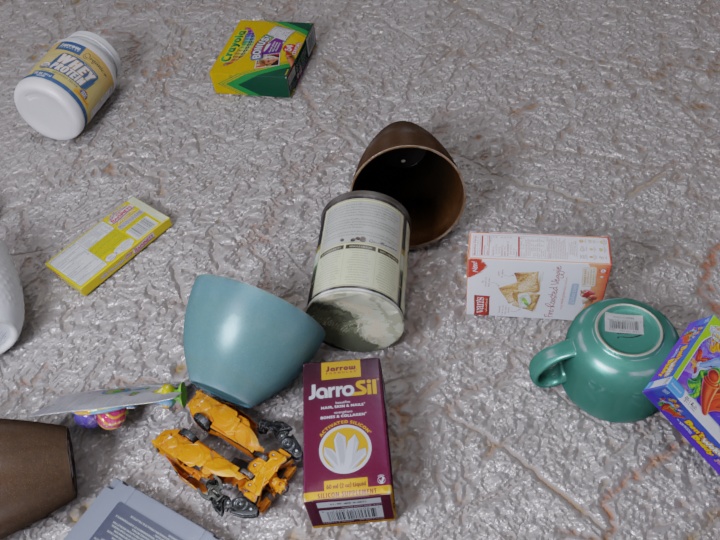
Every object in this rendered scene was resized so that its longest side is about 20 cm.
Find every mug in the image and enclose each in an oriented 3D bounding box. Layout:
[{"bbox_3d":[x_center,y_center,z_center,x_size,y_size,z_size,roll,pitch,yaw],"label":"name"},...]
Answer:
[{"bbox_3d":[0.342,0.121,1.012,0.185,0.115,0.152,-32,54,-20],"label":"mug"},{"bbox_3d":[-0.622,0.062,1.168,0.200,0.148,0.175,-42,59,9],"label":"mug"}]

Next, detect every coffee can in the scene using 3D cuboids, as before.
[{"bbox_3d":[0.000,0.000,1.133,0.146,0.147,0.200,1,50,7],"label":"coffee can"}]

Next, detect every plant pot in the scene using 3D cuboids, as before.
[{"bbox_3d":[-0.165,0.111,1.042,0.199,0.200,0.135,16,70,19],"label":"plant pot"},{"bbox_3d":[0.074,-0.169,1.267,0.186,0.187,0.200,-4,34,3],"label":"plant pot"},{"bbox_3d":[-0.472,0.264,0.950,0.199,0.187,0.187,-9,48,-20],"label":"plant pot"}]

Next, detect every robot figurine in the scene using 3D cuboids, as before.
[{"bbox_3d":[-0.173,0.247,1.001,0.200,0.058,0.145,25,57,26],"label":"robot figurine"}]

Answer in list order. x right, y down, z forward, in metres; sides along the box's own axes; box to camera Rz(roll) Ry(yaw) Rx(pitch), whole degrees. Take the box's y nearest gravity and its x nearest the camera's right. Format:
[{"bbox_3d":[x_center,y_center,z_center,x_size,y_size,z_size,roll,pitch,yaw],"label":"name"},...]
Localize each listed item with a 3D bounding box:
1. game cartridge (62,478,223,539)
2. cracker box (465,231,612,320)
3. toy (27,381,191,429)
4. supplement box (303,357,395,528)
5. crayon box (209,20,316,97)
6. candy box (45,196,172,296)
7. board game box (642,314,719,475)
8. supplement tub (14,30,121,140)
[{"bbox_3d":[-0.273,0.358,0.933,0.199,0.042,0.133,21,59,22],"label":"game cartridge"},{"bbox_3d":[0.257,0.010,1.104,0.199,0.134,0.058,3,51,10],"label":"cracker box"},{"bbox_3d":[-0.343,0.195,1.054,0.199,0.115,0.047,-10,94,1],"label":"toy"},{"bbox_3d":[-0.017,0.223,0.985,0.110,0.086,0.200,-6,49,2],"label":"supplement box"},{"bbox_3d":[-0.205,-0.457,1.603,0.172,0.058,0.200,7,51,12],"label":"crayon box"},{"bbox_3d":[-0.435,-0.046,1.300,0.102,0.026,0.200,27,57,29],"label":"candy box"},{"bbox_3d":[0.465,0.175,0.934,0.200,0.045,0.134,47,63,0],"label":"board game box"},{"bbox_3d":[-0.590,-0.380,1.524,0.144,0.145,0.200,9,52,14],"label":"supplement tub"}]
